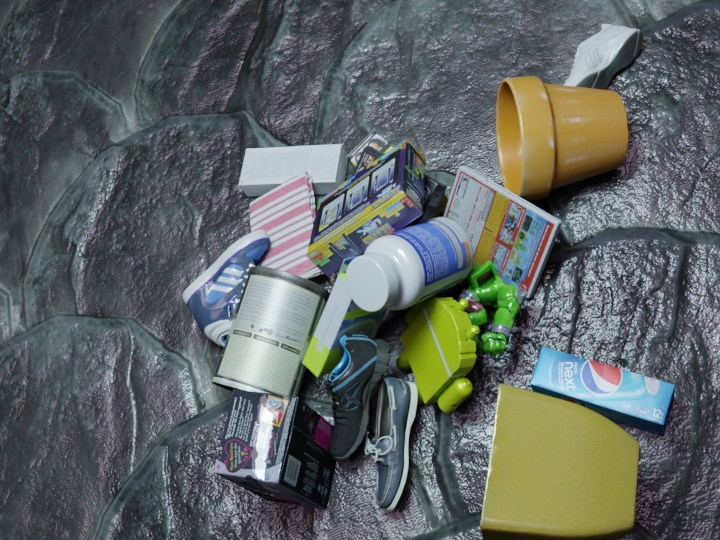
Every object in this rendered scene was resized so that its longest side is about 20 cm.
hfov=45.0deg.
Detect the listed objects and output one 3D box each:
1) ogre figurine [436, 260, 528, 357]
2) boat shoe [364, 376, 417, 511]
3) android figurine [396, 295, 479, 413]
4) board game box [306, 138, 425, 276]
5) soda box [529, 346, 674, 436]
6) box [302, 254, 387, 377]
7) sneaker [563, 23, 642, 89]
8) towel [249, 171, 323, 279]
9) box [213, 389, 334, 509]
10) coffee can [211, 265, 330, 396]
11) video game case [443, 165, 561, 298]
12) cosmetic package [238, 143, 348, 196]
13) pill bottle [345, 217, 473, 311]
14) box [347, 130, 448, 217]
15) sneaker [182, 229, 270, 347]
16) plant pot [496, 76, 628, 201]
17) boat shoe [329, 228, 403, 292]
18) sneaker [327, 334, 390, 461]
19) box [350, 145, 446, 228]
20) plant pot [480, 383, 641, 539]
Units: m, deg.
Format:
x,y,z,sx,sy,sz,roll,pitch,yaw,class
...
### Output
x,y,z,sx,sy,sz,roll,pitch,yaw,class
0.186,0.054,1.388,0.120,0.098,0.200,-45,18,-10,ogre figurine
0.042,0.264,1.342,0.061,0.075,0.202,16,76,-22,boat shoe
0.121,0.122,1.346,0.041,0.200,0.183,-1,54,-30,android figurine
0.012,-0.102,1.401,0.199,0.057,0.166,-32,29,27,board game box
0.358,0.178,1.291,0.198,0.068,0.065,15,72,25,soda box
-0.010,0.068,1.387,0.048,0.121,0.201,39,121,28,box
0.406,-0.357,1.531,0.200,0.071,0.080,-45,51,-11,sneaker
-0.135,-0.064,1.575,0.145,0.030,0.202,-23,63,29,towel
-0.125,0.279,1.337,0.114,0.200,0.133,3,66,22,box
-0.147,0.112,1.443,0.145,0.146,0.202,12,76,24,coffee can
0.222,-0.065,1.428,0.199,0.017,0.144,35,125,29,video game case
-0.126,-0.187,1.641,0.198,0.051,0.083,1,64,20,cosmetic package
0.072,-0.006,1.309,0.111,0.199,0.113,16,115,39,pill bottle
0.066,-0.162,1.561,0.075,0.050,0.200,-43,61,-2,box
-0.206,0.043,1.543,0.200,0.081,0.147,-41,77,1,sneaker
0.332,-0.222,1.430,0.181,0.201,0.202,-6,63,-2,plant pot
0.002,0.001,1.453,0.201,0.063,0.074,-44,70,28,boat shoe
-0.022,0.196,1.361,0.073,0.081,0.202,17,90,68,sneaker
0.037,-0.090,1.500,0.160,0.049,0.202,31,103,26,box
0.278,0.288,1.205,0.198,0.196,0.196,7,68,13,plant pot
